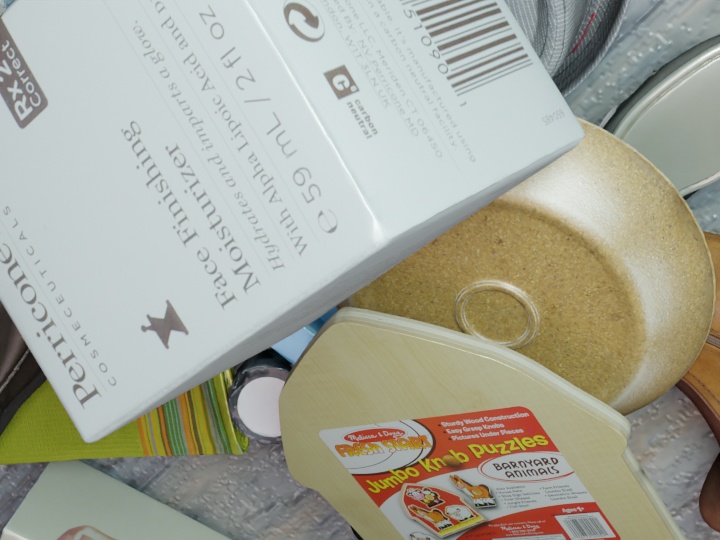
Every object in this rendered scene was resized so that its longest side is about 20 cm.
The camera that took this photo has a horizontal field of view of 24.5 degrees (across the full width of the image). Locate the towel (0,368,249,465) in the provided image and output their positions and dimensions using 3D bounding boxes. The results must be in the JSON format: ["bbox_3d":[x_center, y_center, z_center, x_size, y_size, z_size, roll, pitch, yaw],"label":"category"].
[{"bbox_3d":[-0.157,0.071,0.973,0.199,0.018,0.087,-7,102,30],"label":"towel"}]

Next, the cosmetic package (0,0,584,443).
[{"bbox_3d":[-0.051,-0.060,0.702,0.200,0.165,0.166,-34,86,39],"label":"cosmetic package"}]

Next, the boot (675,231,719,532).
[{"bbox_3d":[0.145,0.049,0.850,0.198,0.069,0.189,14,133,-5],"label":"boot"}]

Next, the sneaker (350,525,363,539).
[{"bbox_3d":[0.083,0.175,0.974,0.198,0.090,0.070,16,122,8],"label":"sneaker"}]

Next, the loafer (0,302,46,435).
[{"bbox_3d":[-0.225,0.054,0.951,0.073,0.071,0.201,39,114,19],"label":"loafer"}]

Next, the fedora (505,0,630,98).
[{"bbox_3d":[0.044,-0.153,0.779,0.175,0.090,0.202,-6,111,8],"label":"fedora"}]

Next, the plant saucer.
[{"bbox_3d":[0.070,0.012,0.804,0.198,0.036,0.201,10,129,13],"label":"plant saucer"}]

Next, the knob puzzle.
[{"bbox_3d":[0.046,0.081,0.823,0.218,0.031,0.221,14,141,12],"label":"knob puzzle"}]

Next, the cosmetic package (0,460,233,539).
[{"bbox_3d":[-0.137,0.217,1.068,0.199,0.087,0.104,26,124,2],"label":"cosmetic package"}]

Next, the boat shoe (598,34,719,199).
[{"bbox_3d":[0.139,-0.053,0.852,0.066,0.057,0.200,27,120,-19],"label":"boat shoe"}]

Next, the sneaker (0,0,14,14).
[{"bbox_3d":[-0.238,-0.124,0.864,0.198,0.148,0.081,6,163,22],"label":"sneaker"}]

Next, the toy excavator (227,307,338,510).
[{"bbox_3d":[0.000,0.000,0.911,0.194,0.100,0.200,38,109,-5],"label":"toy excavator"}]
